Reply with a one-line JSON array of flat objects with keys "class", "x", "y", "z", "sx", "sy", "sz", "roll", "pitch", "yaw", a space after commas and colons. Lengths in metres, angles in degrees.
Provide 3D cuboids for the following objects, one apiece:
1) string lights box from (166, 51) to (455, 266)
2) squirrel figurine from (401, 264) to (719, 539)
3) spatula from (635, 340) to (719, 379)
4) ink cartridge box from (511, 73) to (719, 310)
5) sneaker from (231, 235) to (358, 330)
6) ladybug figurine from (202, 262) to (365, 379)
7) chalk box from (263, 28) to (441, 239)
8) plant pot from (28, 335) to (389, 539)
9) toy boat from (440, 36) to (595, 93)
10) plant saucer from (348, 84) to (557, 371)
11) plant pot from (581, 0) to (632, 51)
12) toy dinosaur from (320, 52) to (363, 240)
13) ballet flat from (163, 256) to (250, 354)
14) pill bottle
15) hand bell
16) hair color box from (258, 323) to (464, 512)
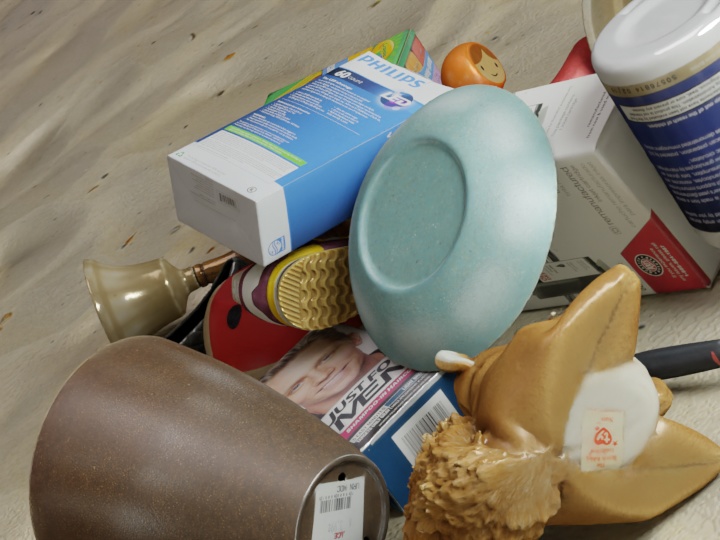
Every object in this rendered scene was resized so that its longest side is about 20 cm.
[{"class": "string lights box", "x": -0.030, "y": -0.085, "z": 1.545, "sx": 0.200, "sy": 0.059, "sz": 0.103, "roll": -30, "pitch": 40, "yaw": -31}, {"class": "squirrel figurine", "x": 0.092, "y": 0.098, "z": 1.289, "sx": 0.200, "sy": 0.142, "sz": 0.187, "roll": -39, "pitch": 17, "yaw": -15}, {"class": "spatula", "x": 0.240, "y": 0.043, "z": 1.292, "sx": 0.200, "sy": 0.057, "sz": 0.021, "roll": -18, "pitch": 24, "yaw": 42}, {"class": "ink cartridge box", "x": 0.143, "y": -0.051, "z": 1.477, "sx": 0.200, "sy": 0.147, "sz": 0.083, "roll": -10, "pitch": 43, "yaw": 48}, {"class": "sneaker", "x": 0.000, "y": 0.000, "z": 1.578, "sx": 0.200, "sy": 0.075, "sz": 0.090, "roll": -5, "pitch": 9, "yaw": -36}, {"class": "ladybug figurine", "x": -0.054, "y": 0.031, "z": 1.691, "sx": 0.200, "sy": 0.072, "sz": 0.136, "roll": -14, "pitch": 31, "yaw": 41}, {"class": "chalk box", "x": 0.018, "y": -0.110, "z": 1.795, "sx": 0.200, "sy": 0.124, "sz": 0.125, "roll": -24, "pitch": 26, "yaw": 27}, {"class": "plant pot", "x": -0.086, "y": 0.149, "z": 1.406, "sx": 0.200, "sy": 0.187, "sz": 0.187, "roll": 9, "pitch": 47, "yaw": 40}, {"class": "toy boat", "x": 0.112, "y": -0.122, "z": 1.644, "sx": 0.200, "sy": 0.131, "sz": 0.131, "roll": -34, "pitch": -8, "yaw": 3}, {"class": "plant saucer", "x": 0.048, "y": -0.034, "z": 1.426, "sx": 0.201, "sy": 0.039, "sz": 0.202, "roll": -19, "pitch": 63, "yaw": 44}, {"class": "plant pot", "x": 0.289, "y": -0.221, "z": 1.580, "sx": 0.200, "sy": 0.201, "sz": 0.184, "roll": -19, "pitch": 18, "yaw": 34}, {"class": "toy dinosaur", "x": 0.006, "y": -0.059, "z": 1.706, "sx": 0.060, "sy": 0.106, "sz": 0.200, "roll": -43, "pitch": -22, "yaw": -55}, {"class": "ballet flat", "x": -0.164, "y": 0.063, "z": 1.800, "sx": 0.200, "sy": 0.057, "sz": 0.066, "roll": -39, "pitch": 21, "yaw": -2}, {"class": "pill bottle", "x": 0.240, "y": -0.084, "z": 1.341, "sx": 0.111, "sy": 0.200, "sz": 0.111, "roll": -29, "pitch": 23, "yaw": 14}, {"class": "hand bell", "x": -0.135, "y": 0.000, "z": 1.873, "sx": 0.199, "sy": 0.104, "sz": 0.104, "roll": -23, "pitch": 24, "yaw": 1}, {"class": "hair color box", "x": 0.000, "y": 0.099, "z": 1.502, "sx": 0.100, "sy": 0.061, "sz": 0.200, "roll": -43, "pitch": 23, "yaw": -18}]
